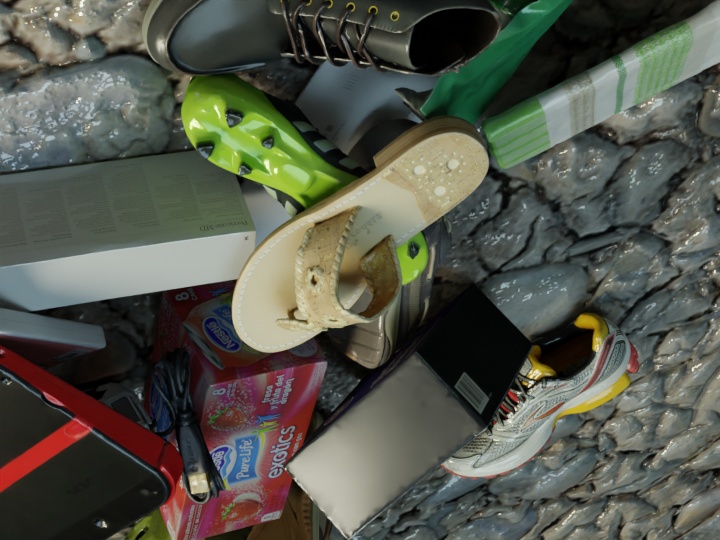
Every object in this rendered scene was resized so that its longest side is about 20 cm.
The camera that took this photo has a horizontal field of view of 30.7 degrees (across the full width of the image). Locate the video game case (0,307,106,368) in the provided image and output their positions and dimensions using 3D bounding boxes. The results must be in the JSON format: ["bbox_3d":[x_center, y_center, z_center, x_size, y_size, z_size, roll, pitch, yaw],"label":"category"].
[{"bbox_3d":[-0.288,0.066,0.854,0.200,0.017,0.143,-19,165,20],"label":"video game case"}]

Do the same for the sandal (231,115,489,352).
[{"bbox_3d":[-0.004,-0.003,0.793,0.078,0.070,0.212,34,116,-29],"label":"sandal"}]

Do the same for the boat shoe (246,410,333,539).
[{"bbox_3d":[-0.049,0.215,1.101,0.072,0.200,0.072,-4,163,33],"label":"boat shoe"}]

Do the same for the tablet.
[{"bbox_3d":[-0.005,-0.080,0.914,0.130,0.014,0.200,12,129,-36],"label":"tablet"}]

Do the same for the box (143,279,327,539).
[{"bbox_3d":[-0.103,0.106,0.998,0.095,0.100,0.200,-10,139,-26],"label":"box"}]

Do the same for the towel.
[{"bbox_3d":[0.174,-0.133,0.885,0.200,0.031,0.149,-27,172,6],"label":"towel"}]

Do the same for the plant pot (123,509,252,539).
[{"bbox_3d":[-0.121,0.302,1.164,0.200,0.200,0.190,-38,127,16],"label":"plant pot"}]

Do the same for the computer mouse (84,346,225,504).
[{"bbox_3d":[-0.167,0.113,0.957,0.044,0.110,0.200,-27,-167,-39],"label":"computer mouse"}]

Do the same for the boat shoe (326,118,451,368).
[{"bbox_3d":[0.023,-0.024,0.936,0.073,0.074,0.200,-29,143,-42],"label":"boat shoe"}]

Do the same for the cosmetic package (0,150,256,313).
[{"bbox_3d":[-0.174,-0.023,0.840,0.200,0.083,0.051,-9,138,-17],"label":"cosmetic package"}]

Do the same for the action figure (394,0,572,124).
[{"bbox_3d":[0.104,-0.170,0.816,0.200,0.055,0.118,-47,174,3],"label":"action figure"}]

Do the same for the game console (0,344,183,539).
[{"bbox_3d":[-0.237,0.135,0.873,0.200,0.031,0.177,-34,122,28],"label":"game console"}]

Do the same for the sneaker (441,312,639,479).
[{"bbox_3d":[0.145,0.104,1.152,0.200,0.078,0.082,-38,135,2],"label":"sneaker"}]

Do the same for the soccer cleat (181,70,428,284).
[{"bbox_3d":[-0.030,-0.063,0.840,0.068,0.081,0.200,-40,121,22],"label":"soccer cleat"}]

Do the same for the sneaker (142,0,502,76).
[{"bbox_3d":[-0.024,-0.146,0.757,0.200,0.106,0.075,-22,140,-3],"label":"sneaker"}]

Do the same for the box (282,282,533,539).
[{"bbox_3d":[0.042,0.101,1.002,0.141,0.079,0.200,-45,178,21],"label":"box"}]
